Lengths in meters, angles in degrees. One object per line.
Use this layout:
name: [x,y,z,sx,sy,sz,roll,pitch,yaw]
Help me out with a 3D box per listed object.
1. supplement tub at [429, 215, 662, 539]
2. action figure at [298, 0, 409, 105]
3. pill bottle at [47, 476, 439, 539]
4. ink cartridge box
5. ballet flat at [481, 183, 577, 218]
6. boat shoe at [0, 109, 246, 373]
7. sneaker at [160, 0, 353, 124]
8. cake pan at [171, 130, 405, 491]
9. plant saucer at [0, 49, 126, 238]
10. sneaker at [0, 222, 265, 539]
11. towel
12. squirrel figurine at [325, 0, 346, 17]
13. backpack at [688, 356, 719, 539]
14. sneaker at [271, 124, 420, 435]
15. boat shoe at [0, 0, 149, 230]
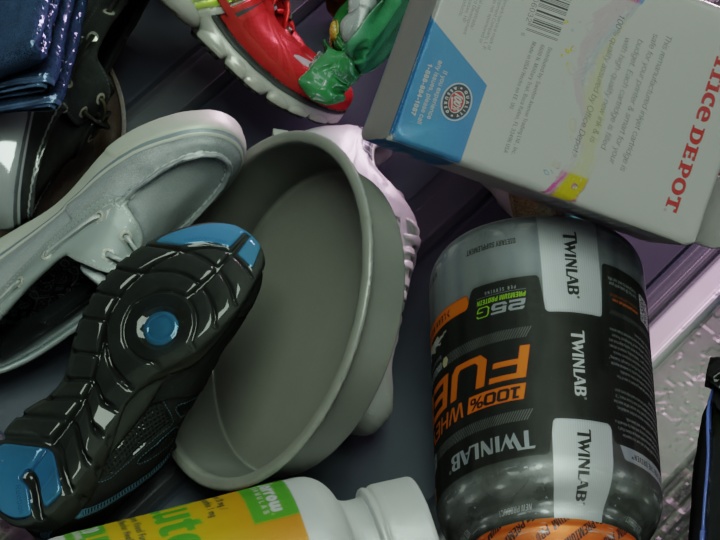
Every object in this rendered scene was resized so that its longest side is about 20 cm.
supplement tub: [0.100,0.081,1.541,0.122,0.123,0.200,0,59,-3]
action figure: [0.023,-0.182,1.640,0.055,0.118,0.200,28,78,8]
pill bottle: [-0.059,0.171,1.486,0.200,0.111,0.111,-14,61,-11]
ink cartridge box: [0.120,-0.096,1.555,0.200,0.125,0.129,20,89,-8]
ballet flat: [0.091,-0.087,1.674,0.071,0.071,0.200,-5,71,-6]
boat shoe: [-0.140,-0.009,1.572,0.201,0.070,0.072,-35,45,16]
sneaker: [-0.066,-0.165,1.643,0.085,0.077,0.200,-44,111,5]
cake pan: [-0.043,0.025,1.545,0.037,0.200,0.200,18,52,-34]
plant saucer: [-0.237,-0.078,1.671,0.200,0.032,0.200,1,59,-2]
sneaker: [-0.121,0.060,1.538,0.073,0.082,0.200,39,86,28]
towel: [-0.246,-0.122,1.606,0.200,0.049,0.112,-13,47,26]
squirrel figurine: [-0.056,-0.241,1.739,0.200,0.142,0.187,-19,72,2]
backpack: [0.270,0.157,1.490,0.200,0.147,0.183,5,58,5]
sneaker: [0.000,0.000,1.617,0.080,0.076,0.200,-3,60,-16]
boat shoe: [-0.167,-0.107,1.637,0.057,0.069,0.200,12,57,4]
